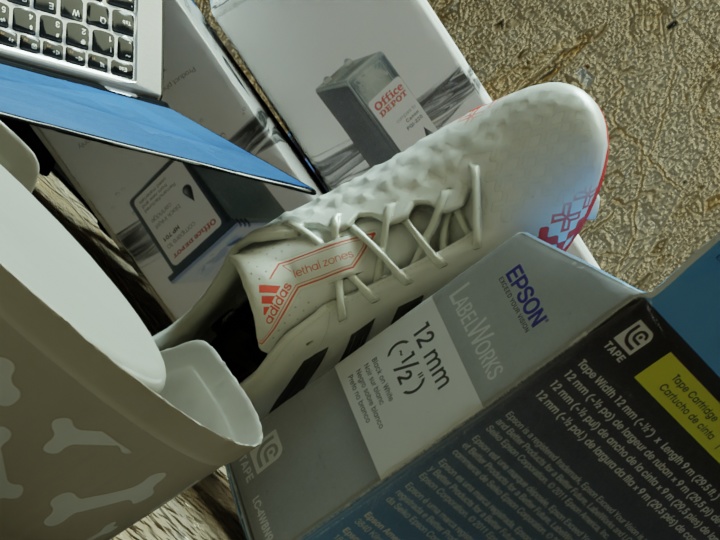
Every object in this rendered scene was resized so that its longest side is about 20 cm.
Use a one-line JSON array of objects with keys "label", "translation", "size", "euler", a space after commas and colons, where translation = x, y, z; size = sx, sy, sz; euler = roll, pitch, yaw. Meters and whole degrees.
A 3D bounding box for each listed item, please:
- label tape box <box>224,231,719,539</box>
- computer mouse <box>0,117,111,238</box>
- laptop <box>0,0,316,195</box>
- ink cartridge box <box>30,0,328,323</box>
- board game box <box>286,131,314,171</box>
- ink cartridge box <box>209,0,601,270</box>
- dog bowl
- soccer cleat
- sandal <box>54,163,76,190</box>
[{"label": "label tape box", "translation": [0.074, 0.060, 0.883], "size": [0.143, 0.200, 0.066], "euler": [42, 15, -41]}, {"label": "computer mouse", "translation": [-0.144, -0.049, 1.151], "size": [0.200, 0.034, 0.059], "euler": [51, 6, -45]}, {"label": "laptop", "translation": [-0.123, -0.121, 0.900], "size": [0.187, 0.116, 0.200], "euler": [14, 65, -34]}, {"label": "ink cartridge box", "translation": [-0.073, -0.044, 1.100], "size": [0.200, 0.086, 0.146], "euler": [54, 2, -15]}, {"label": "board game box", "translation": [-0.012, -0.044, 1.449], "size": [0.057, 0.165, 0.200], "euler": [45, 3, -17]}, {"label": "ink cartridge box", "translation": [0.018, -0.062, 1.133], "size": [0.200, 0.085, 0.146], "euler": [58, 1, -10]}, {"label": "dog bowl", "translation": [-0.116, -0.006, 0.655], "size": [0.200, 0.059, 0.200], "euler": [45, 3, -3]}, {"label": "soccer cleat", "translation": [0.000, 0.000, 0.886], "size": [0.085, 0.200, 0.069], "euler": [18, 43, -55]}, {"label": "sandal", "translation": [-0.099, -0.032, 1.267], "size": [0.200, 0.048, 0.075], "euler": [44, 3, 6]}]
